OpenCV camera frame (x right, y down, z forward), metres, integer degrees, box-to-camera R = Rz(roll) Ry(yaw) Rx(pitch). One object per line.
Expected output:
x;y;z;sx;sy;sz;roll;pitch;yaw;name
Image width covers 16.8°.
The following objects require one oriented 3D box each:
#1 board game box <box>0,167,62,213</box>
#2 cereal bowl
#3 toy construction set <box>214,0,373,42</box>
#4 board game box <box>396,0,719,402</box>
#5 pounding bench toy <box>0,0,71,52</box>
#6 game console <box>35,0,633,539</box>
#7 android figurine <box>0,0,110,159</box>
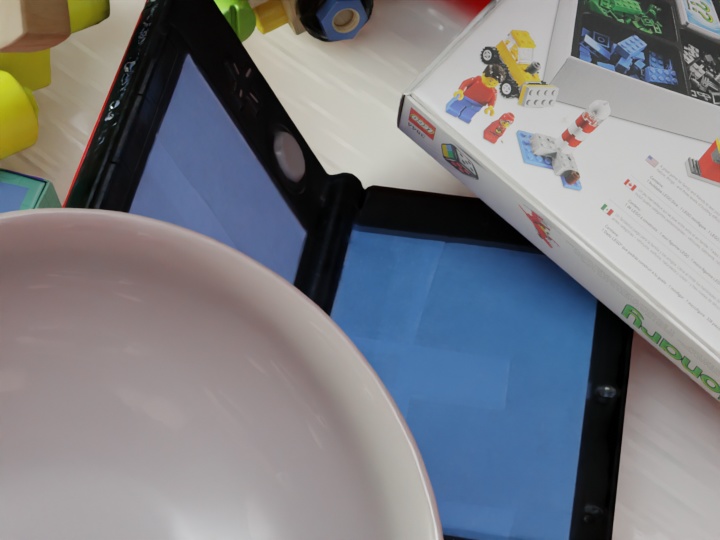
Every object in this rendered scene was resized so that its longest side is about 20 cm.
-0.228;0.015;0.898;0.200;0.045;0.152;16;66;14;board game box
-0.081;0.088;0.671;0.200;0.083;0.200;4;75;-15;cereal bowl
-0.004;-0.151;0.901;0.200;0.131;0.092;-16;45;6;toy construction set
0.128;-0.035;0.840;0.200;0.035;0.126;41;73;10;board game box
-0.083;-0.182;0.788;0.200;0.124;0.156;-34;87;5;pounding bench toy
0.000;0.000;0.807;0.119;0.172;0.200;-19;33;24;game console
-0.201;-0.088;0.912;0.200;0.041;0.182;-27;51;-29;android figurine
